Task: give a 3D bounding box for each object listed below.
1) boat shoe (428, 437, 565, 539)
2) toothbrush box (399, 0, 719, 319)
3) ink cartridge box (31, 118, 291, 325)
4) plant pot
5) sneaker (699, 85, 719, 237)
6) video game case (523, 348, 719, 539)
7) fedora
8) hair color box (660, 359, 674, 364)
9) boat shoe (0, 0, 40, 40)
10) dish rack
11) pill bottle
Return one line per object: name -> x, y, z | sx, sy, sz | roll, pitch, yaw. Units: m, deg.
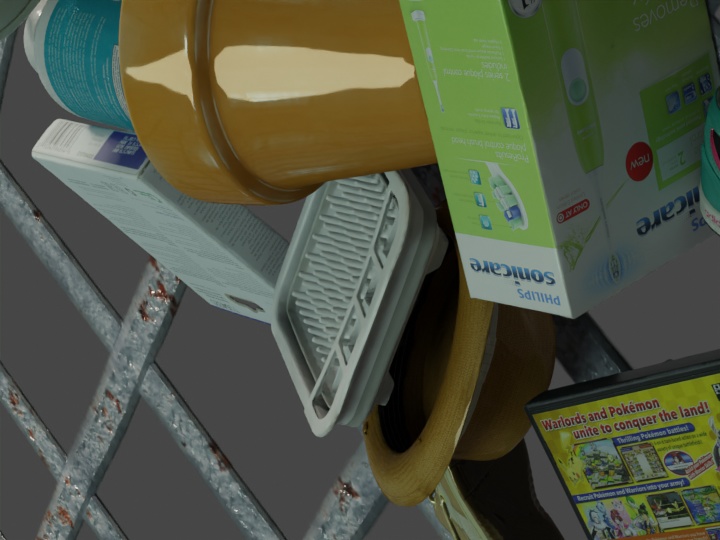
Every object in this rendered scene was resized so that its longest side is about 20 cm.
boat shoe -> 0.080, 0.156, 1.468 | 0.066, 0.074, 0.201 | -15, 101, 51
toothbrush box -> 0.115, -0.097, 1.166 | 0.086, 0.145, 0.201 | 13, 123, 49
ink cartridge box -> -0.124, -0.032, 1.587 | 0.200, 0.043, 0.196 | 40, 167, -29
plant pot -> -0.011, -0.135, 1.287 | 0.183, 0.200, 0.201 | 5, 119, 33
sneaker -> 0.246, -0.051, 1.082 | 0.200, 0.084, 0.121 | 31, 146, 41
video game case -> 0.197, 0.138, 1.229 | 0.200, 0.025, 0.181 | -19, 99, 56
fedora -> 0.068, 0.054, 1.363 | 0.201, 0.082, 0.201 | -167, 90, -70
hair color box -> 0.206, 0.164, 1.311 | 0.099, 0.061, 0.201 | 27, 134, 41
boat shoe -> -0.261, -0.215, 1.557 | 0.075, 0.200, 0.062 | 47, 161, -16
dish rack -> 0.000, 0.000, 1.395 | 0.200, 0.043, 0.172 | -119, 46, -62
pill bottle -> -0.157, -0.154, 1.535 | 0.200, 0.111, 0.111 | 17, 127, 47
